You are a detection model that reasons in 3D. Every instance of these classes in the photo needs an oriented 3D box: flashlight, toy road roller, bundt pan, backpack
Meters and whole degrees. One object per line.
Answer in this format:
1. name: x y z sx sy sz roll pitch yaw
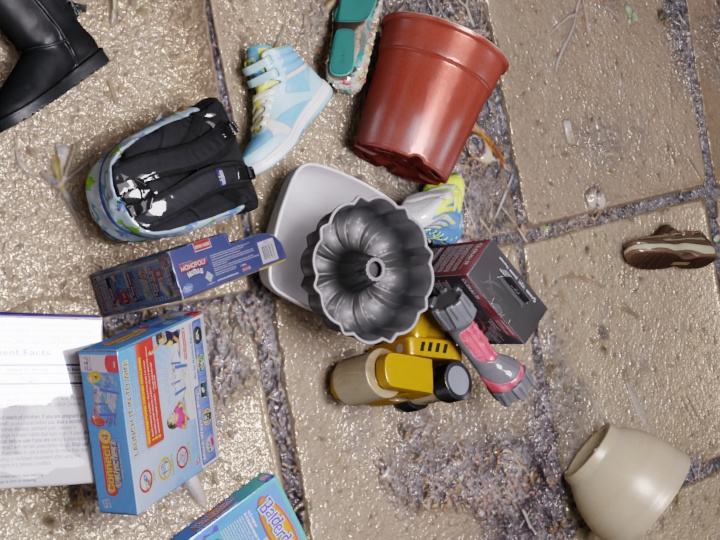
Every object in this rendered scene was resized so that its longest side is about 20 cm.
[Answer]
1. flashlight: 0.176 0.108 1.633 0.068 0.068 0.200 -38 119 -4
2. toy road roller: 0.058 0.122 1.652 0.199 0.123 0.147 10 70 -39
3. bundt pan: 0.000 0.000 1.552 0.201 0.076 0.203 2 86 -35
4. backpack: -0.250 -0.112 1.450 0.200 0.153 0.164 -40 113 -52

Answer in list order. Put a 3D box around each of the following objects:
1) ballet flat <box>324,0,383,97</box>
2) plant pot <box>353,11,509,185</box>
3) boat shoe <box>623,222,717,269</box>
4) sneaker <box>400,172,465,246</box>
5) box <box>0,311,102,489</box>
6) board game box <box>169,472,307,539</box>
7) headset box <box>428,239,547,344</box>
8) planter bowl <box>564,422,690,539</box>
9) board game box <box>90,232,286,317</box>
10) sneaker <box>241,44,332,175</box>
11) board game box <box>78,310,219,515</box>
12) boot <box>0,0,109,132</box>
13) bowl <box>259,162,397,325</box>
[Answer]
1. ballet flat: -0.008 -0.342 1.666 0.064 0.075 0.201 61 41 -60
2. plant pot: 0.090 -0.241 1.660 0.200 0.200 0.196 25 82 -31
3. boat shoe: 0.542 -0.047 2.029 0.201 0.075 0.075 4 61 -33
4. sneaker: 0.118 -0.073 1.696 0.200 0.075 0.106 -42 125 -58
5. box: -0.409 0.150 1.334 0.183 0.105 0.201 4 86 -36
6. board game box: -0.165 0.390 1.523 0.200 0.045 0.153 -32 104 -31
7. headset box: 0.167 0.035 1.679 0.149 0.200 0.075 48 63 -21
8. planter bowl: 0.419 0.335 1.856 0.135 0.200 0.200 40 63 4
9. board game box: -0.232 0.001 1.434 0.200 0.199 0.062 -23 98 -53
10. sneaker: -0.134 -0.230 1.564 0.131 0.079 0.200 50 53 -24
11. board game box: -0.254 0.169 1.398 0.196 0.056 0.201 -26 113 -65
12. boot: -0.411 -0.280 1.379 0.198 0.073 0.163 -47 115 -35
13. bowl: -0.050 -0.036 1.610 0.199 0.074 0.201 24 75 -31
